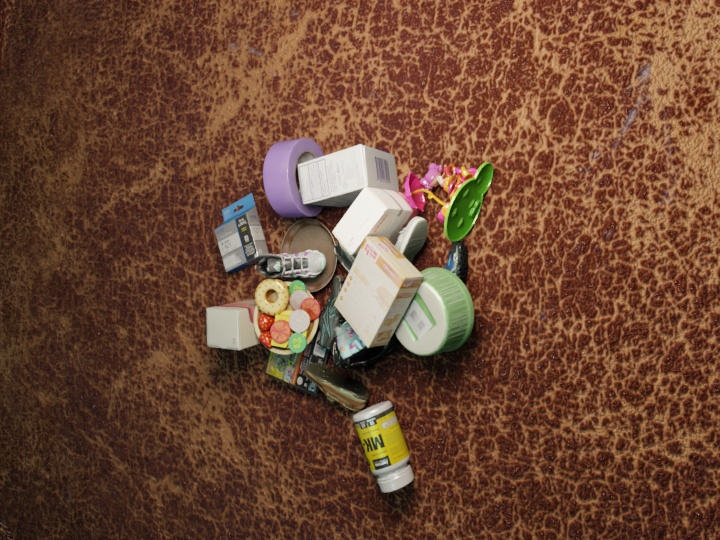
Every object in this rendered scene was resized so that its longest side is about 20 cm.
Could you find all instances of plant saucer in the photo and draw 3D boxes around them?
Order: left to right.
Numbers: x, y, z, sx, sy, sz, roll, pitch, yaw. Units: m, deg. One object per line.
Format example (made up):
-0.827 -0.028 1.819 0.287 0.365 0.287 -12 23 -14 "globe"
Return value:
-0.141 -0.043 1.560 0.195 0.034 0.207 2 94 31 "plant saucer"

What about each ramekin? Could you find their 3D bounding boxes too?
0.160 0.102 1.289 0.197 0.096 0.207 12 108 43 "ramekin"

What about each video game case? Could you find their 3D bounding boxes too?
-0.177 0.235 1.580 0.176 0.025 0.206 19 103 13 "video game case"

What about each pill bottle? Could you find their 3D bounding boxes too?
0.063 0.457 1.426 0.112 0.113 0.205 -25 81 28 "pill bottle"

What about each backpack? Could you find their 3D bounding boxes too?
0.028 0.169 1.409 0.198 0.166 0.129 -35 71 20 "backpack"

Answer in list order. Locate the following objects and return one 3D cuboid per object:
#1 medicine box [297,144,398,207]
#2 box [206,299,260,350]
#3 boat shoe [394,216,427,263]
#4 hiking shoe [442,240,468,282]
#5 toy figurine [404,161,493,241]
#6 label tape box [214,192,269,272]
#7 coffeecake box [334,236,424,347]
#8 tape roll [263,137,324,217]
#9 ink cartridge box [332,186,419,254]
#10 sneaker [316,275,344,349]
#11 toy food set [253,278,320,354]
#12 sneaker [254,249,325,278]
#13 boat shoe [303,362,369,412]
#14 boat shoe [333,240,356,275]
-0.029 -0.234 1.396 0.195 0.181 0.106 -9 88 29 "medicine box"
-0.333 0.152 1.588 0.125 0.198 0.113 1 95 28 "box"
0.107 -0.057 1.370 0.065 0.073 0.205 49 141 28 "boat shoe"
0.208 0.026 1.336 0.085 0.074 0.207 12 99 28 "hiking shoe"
0.192 -0.198 1.315 0.182 0.150 0.203 30 86 34 "toy figurine"
-0.371 -0.116 1.673 0.141 0.063 0.206 -21 83 29 "label tape box"
0.039 0.049 1.280 0.154 0.072 0.203 47 124 35 "coffeecake box"
-0.168 -0.246 1.468 0.083 0.198 0.207 1 94 29 "tape roll"
0.042 -0.121 1.352 0.083 0.198 0.147 47 113 19 "ink cartridge box"
-0.080 0.116 1.496 0.077 0.075 0.207 3 86 17 "sneaker"
-0.204 0.126 1.499 0.192 0.049 0.207 7 84 11 "toy food set"
-0.202 -0.011 1.497 0.195 0.139 0.080 -9 89 30 "sneaker"
-0.071 0.328 1.512 0.196 0.075 0.076 26 115 17 "boat shoe"
0.000 0.000 1.464 0.202 0.071 0.068 54 133 7 "boat shoe"
